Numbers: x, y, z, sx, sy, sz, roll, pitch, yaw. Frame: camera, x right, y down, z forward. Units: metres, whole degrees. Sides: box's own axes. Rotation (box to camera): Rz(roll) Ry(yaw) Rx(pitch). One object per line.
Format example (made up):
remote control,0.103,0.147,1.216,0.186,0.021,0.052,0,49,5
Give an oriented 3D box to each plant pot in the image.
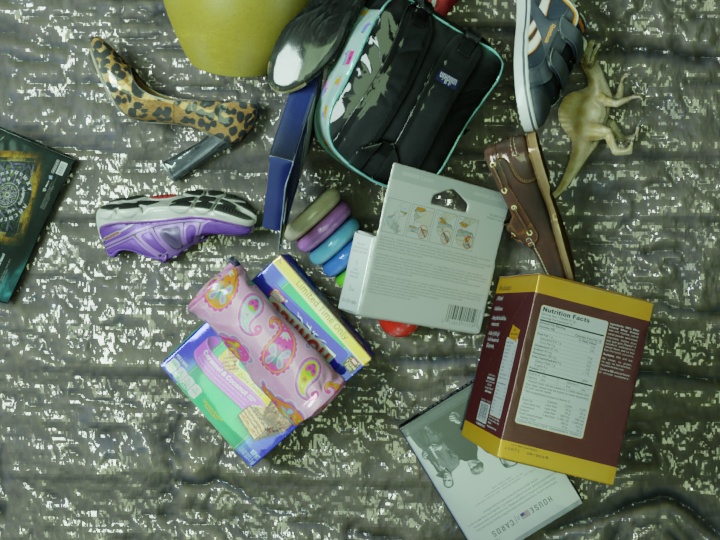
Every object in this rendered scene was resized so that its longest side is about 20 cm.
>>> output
plant pot,-0.144,-0.308,1.262,0.198,0.200,0.143,9,117,1

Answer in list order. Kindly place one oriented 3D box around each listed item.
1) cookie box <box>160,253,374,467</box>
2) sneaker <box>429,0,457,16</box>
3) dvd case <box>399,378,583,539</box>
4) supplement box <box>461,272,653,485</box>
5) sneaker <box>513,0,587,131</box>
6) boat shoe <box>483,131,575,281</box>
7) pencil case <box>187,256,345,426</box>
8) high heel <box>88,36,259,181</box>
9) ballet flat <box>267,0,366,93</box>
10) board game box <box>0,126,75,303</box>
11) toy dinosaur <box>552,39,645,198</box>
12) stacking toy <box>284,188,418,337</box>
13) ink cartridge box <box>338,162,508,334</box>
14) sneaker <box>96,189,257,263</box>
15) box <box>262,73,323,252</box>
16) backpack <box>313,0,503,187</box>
cookie box,-0.111,0.107,1.327,0.200,0.075,0.171,-42,90,3
sneaker,0.165,-0.371,1.289,0.115,0.078,0.201,30,95,1
dvd case,0.162,0.241,1.352,0.150,0.025,0.201,-31,92,3
supplement box,0.218,0.117,1.240,0.132,0.197,0.202,14,87,-5
sneaker,0.220,-0.257,1.258,0.079,0.078,0.202,-2,67,18
boat shoe,0.203,-0.068,1.296,0.070,0.071,0.201,-16,112,14
pencil case,-0.107,0.083,1.249,0.087,0.087,0.200,-42,90,4
high heel,-0.222,-0.224,1.308,0.142,0.071,0.201,-32,108,10
ballet flat,-0.035,-0.279,1.217,0.066,0.057,0.201,34,86,4
board game box,-0.445,-0.070,1.309,0.028,0.135,0.201,29,94,43
toy dinosaur,0.286,-0.172,1.317,0.100,0.058,0.202,15,103,18
stacking toy,0.000,0.000,1.318,0.085,0.085,0.200,-41,95,4
ink cartridge box,0.078,-0.023,1.272,0.199,0.043,0.175,11,93,-39
sneaker,-0.222,-0.051,1.334,0.198,0.081,0.084,-2,110,9
box,-0.080,-0.133,1.238,0.032,0.122,0.201,12,52,0
backpack,0.039,-0.198,1.253,0.175,0.153,0.201,26,89,-24
